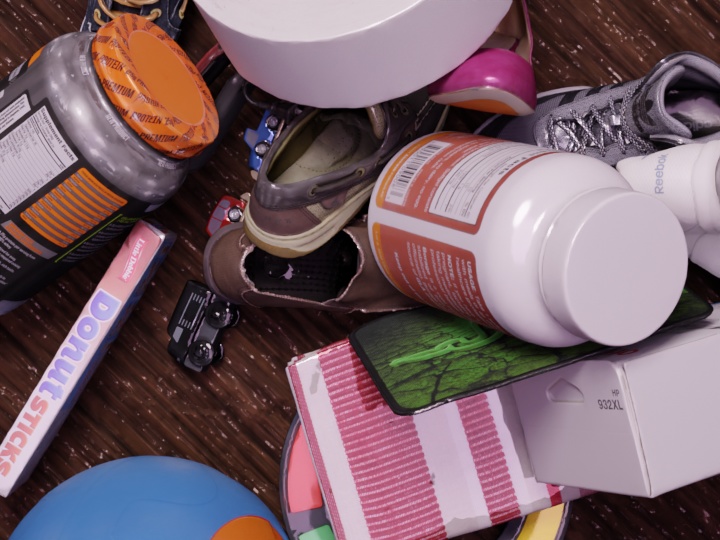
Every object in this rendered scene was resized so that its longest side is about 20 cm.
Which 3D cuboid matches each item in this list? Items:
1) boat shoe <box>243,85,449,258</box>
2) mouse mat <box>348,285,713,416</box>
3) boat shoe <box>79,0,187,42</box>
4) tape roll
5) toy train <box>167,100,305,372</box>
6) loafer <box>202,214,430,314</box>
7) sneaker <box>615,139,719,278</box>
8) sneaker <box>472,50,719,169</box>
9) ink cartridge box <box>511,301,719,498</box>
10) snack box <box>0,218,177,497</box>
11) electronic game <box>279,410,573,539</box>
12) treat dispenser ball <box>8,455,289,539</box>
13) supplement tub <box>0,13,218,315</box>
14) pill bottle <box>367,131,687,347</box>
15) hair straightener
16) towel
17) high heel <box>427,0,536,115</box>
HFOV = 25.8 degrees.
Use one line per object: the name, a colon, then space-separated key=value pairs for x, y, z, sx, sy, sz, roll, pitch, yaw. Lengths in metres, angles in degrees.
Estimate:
boat shoe: x=0.000 y=-0.090 z=1.003 sx=0.072 sy=0.066 sz=0.201 roll=34 pitch=57 yaw=14
mouse mat: x=0.098 y=0.032 z=0.968 sx=0.199 sy=0.161 sz=0.008 roll=-17 pitch=108 yaw=-7
boat shoe: x=-0.151 y=-0.179 z=1.035 sx=0.071 sy=0.091 sz=0.201 roll=17 pitch=91 yaw=1
tape roll: x=-0.006 y=-0.198 z=0.931 sx=0.202 sy=0.071 sz=0.203 roll=-9 pitch=59 yaw=15
toy train: x=-0.082 y=-0.028 z=1.066 sx=0.046 sy=0.034 sz=0.201 roll=24 pitch=92 yaw=11
loafer: x=0.000 y=0.000 z=1.030 sx=0.199 sy=0.071 sz=0.073 roll=-6 pitch=98 yaw=-13
sneaker: x=0.216 y=-0.039 z=0.990 sx=0.087 sy=0.200 sz=0.075 roll=5 pitch=75 yaw=25
sneaker: x=0.165 y=-0.096 z=1.016 sx=0.199 sy=0.114 sz=0.076 roll=-10 pitch=83 yaw=1
ink cartridge box: x=0.214 y=0.071 z=0.973 sx=0.199 sy=0.145 sz=0.084 roll=-14 pitch=92 yaw=-22
snack box: x=-0.186 y=0.056 z=1.048 sx=0.024 sy=0.072 sz=0.200 roll=32 pitch=91 yaw=0
electronic game: x=0.044 y=0.143 z=1.060 sx=0.199 sy=0.042 sz=0.201 roll=0 pitch=91 yaw=1
treat dispenser ball: x=-0.133 y=0.218 z=0.985 sx=0.200 sy=0.201 sz=0.202 roll=0 pitch=91 yaw=1
supplement tub: x=-0.194 y=-0.067 z=0.996 sx=0.200 sy=0.123 sz=0.123 roll=-33 pitch=90 yaw=21
pill bottle: x=0.096 y=-0.018 z=0.927 sx=0.112 sy=0.200 sz=0.113 roll=-6 pitch=104 yaw=-28
hair straightener: x=-0.057 y=-0.133 z=1.028 sx=0.077 sy=0.041 sz=0.200 roll=47 pitch=110 yaw=7
towel: x=0.064 y=0.099 z=1.034 sx=0.199 sy=0.023 sz=0.145 roll=-16 pitch=86 yaw=-5
high heel: x=0.084 y=-0.147 z=0.977 sx=0.067 sy=0.200 sz=0.096 roll=10 pitch=97 yaw=7
